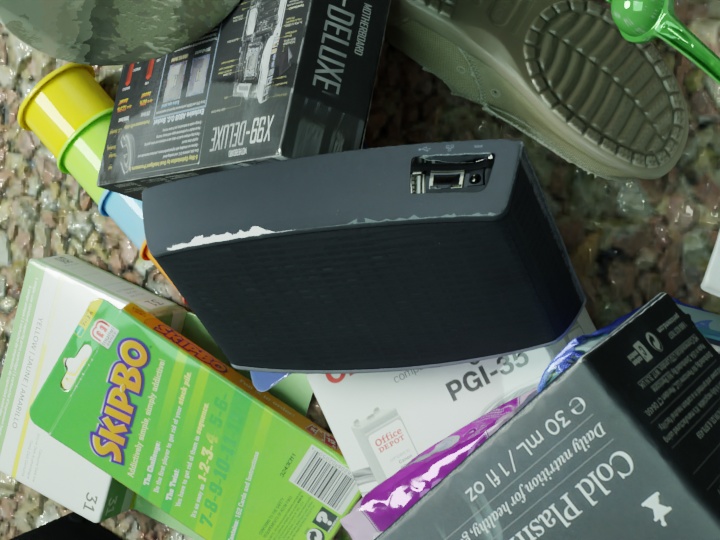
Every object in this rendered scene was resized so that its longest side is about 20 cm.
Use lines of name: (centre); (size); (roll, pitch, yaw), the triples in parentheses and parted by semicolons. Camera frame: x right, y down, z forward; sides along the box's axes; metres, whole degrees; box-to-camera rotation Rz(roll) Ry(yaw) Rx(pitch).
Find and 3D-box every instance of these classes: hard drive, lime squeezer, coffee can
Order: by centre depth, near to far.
hard drive: (0.000, 0.000, 0.740); (0.198, 0.135, 0.043); (-6, 50, 22)
lime squeezer: (0.124, -0.144, 0.745); (0.200, 0.071, 0.038); (38, 98, 15)
coffee can: (-0.144, -0.228, 0.785); (0.146, 0.146, 0.201); (-41, 49, 23)

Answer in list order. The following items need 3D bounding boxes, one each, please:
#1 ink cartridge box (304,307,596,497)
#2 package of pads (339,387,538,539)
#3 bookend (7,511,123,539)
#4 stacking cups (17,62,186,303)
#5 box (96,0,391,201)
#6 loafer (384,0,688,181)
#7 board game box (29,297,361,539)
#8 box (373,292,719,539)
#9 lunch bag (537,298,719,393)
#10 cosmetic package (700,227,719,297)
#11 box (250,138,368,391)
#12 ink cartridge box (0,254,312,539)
ink cartridge box: (0.074, 0.100, 0.831); (0.146, 0.083, 0.201); (-30, 83, 26)
package of pads: (0.093, 0.170, 0.743); (0.120, 0.076, 0.201); (-36, 82, 22)
bookend: (-0.160, 0.295, 0.958); (0.198, 0.092, 0.201); (26, 107, 20)
stacking cups: (-0.129, -0.038, 0.930); (0.200, 0.060, 0.061); (48, 113, 10)
box: (-0.063, -0.121, 0.811); (0.199, 0.050, 0.159); (-4, 72, 53)
loafer: (0.088, -0.116, 0.810); (0.200, 0.068, 0.076); (38, 73, 3)
board game box: (-0.098, 0.104, 0.912); (0.199, 0.030, 0.096); (33, 105, -2)
box: (0.106, 0.154, 0.618); (0.197, 0.124, 0.200); (49, 119, 9)
lunch bag: (0.188, 0.098, 0.728); (0.200, 0.170, 0.128); (44, 114, 14)
cosmetic package: (0.234, -0.077, 0.727); (0.074, 0.102, 0.202); (21, 103, 22)
box: (-0.048, -0.045, 0.858); (0.121, 0.032, 0.201); (-34, 57, 24)
ink cartridge box: (-0.138, 0.092, 0.952); (0.199, 0.048, 0.147); (23, 104, 24)
